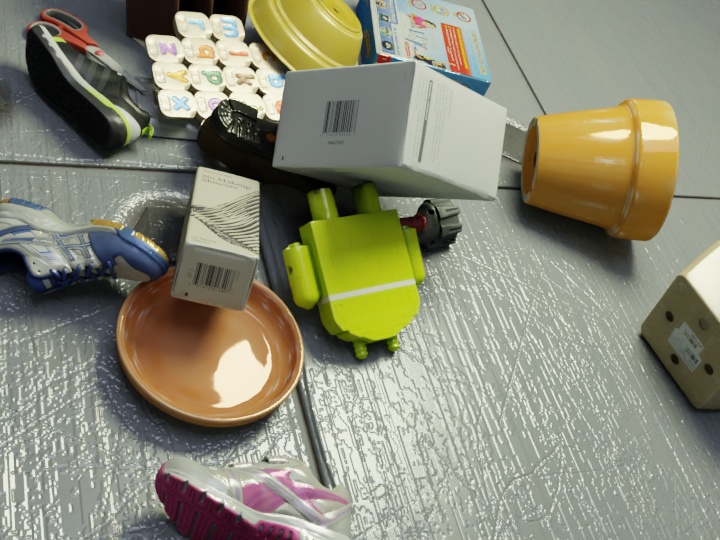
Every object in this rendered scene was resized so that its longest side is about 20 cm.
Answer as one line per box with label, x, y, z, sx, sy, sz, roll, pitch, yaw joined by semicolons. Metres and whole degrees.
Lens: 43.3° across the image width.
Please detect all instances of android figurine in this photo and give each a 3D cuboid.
android figurine;0.000;0.000;1.054;0.181;0.041;0.202;-12;86;-32

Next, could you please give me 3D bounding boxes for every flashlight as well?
flashlight;0.039;-0.057;1.153;0.199;0.068;0.068;-14;58;-33

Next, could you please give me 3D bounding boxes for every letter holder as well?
letter holder;-0.229;-0.400;1.214;0.141;0.201;0.101;26;43;16

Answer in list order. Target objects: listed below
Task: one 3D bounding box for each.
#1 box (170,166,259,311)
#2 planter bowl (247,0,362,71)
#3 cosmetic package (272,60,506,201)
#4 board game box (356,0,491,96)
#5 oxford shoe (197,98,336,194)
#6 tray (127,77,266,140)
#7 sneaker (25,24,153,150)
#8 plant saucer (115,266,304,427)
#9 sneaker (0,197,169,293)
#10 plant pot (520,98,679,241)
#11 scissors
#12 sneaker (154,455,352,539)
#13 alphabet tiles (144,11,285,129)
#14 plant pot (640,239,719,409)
box;-0.156;-0.039;0.998;0.082;0.069;0.200;13;27;-14
planter bowl;-0.058;-0.346;1.299;0.200;0.083;0.201;36;29;-23
cosmetic package;0.038;-0.162;1.095;0.199;0.198;0.124;13;85;-51
board game box;0.099;-0.367;1.463;0.194;0.056;0.201;11;47;-17
oxford shoe;-0.117;-0.142;1.151;0.199;0.084;0.073;28;44;-30
tray;-0.217;-0.216;1.202;0.199;0.022;0.108;3;51;-24
sneaker;-0.335;-0.226;1.128;0.200;0.072;0.083;49;44;9
plant saucer;-0.159;0.081;0.958;0.199;0.038;0.201;13;46;-14
sneaker;-0.300;-0.007;0.942;0.198;0.075;0.089;12;57;8
plant pot;0.332;-0.150;1.303;0.182;0.201;0.201;5;47;-2
scissors;-0.349;-0.295;1.199;0.199;0.014;0.073;26;44;9
sneaker;-0.094;0.215;0.847;0.199;0.081;0.089;26;43;-14
alphabet tiles;-0.182;-0.250;1.195;0.194;0.015;0.201;-5;71;-33
plant pot;0.493;0.068;1.182;0.176;0.201;0.200;-16;59;-23
